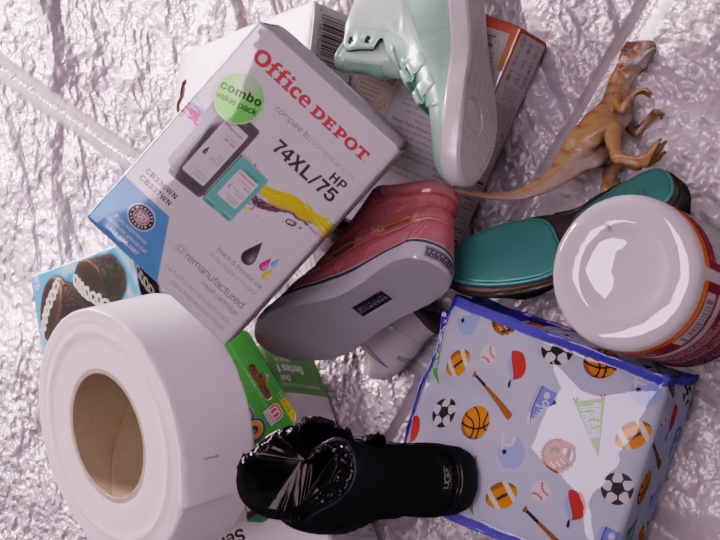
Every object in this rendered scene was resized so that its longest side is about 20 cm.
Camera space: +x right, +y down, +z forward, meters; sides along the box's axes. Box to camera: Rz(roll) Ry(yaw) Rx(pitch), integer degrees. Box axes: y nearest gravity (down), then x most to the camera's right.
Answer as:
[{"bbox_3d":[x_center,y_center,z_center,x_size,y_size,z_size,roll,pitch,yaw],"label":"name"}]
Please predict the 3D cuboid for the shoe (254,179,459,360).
[{"bbox_3d":[0.000,0.000,1.511,0.200,0.071,0.091,-27,36,38],"label":"shoe"}]

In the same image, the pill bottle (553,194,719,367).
[{"bbox_3d":[0.224,0.013,1.379,0.109,0.200,0.110,-5,80,27],"label":"pill bottle"}]

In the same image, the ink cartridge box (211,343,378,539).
[{"bbox_3d":[-0.085,0.183,1.586,0.146,0.084,0.201,-29,69,23],"label":"ink cartridge box"}]

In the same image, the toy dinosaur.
[{"bbox_3d":[0.179,-0.092,1.495,0.106,0.060,0.200,35,73,26],"label":"toy dinosaur"}]

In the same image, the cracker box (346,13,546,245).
[{"bbox_3d":[0.051,-0.123,1.576,0.134,0.058,0.201,26,94,31],"label":"cracker box"}]

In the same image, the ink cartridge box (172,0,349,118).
[{"bbox_3d":[-0.088,-0.153,1.642,0.200,0.050,0.109,-12,67,50],"label":"ink cartridge box"}]

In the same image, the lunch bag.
[{"bbox_3d":[0.135,0.123,1.457,0.199,0.124,0.171,18,93,22],"label":"lunch bag"}]

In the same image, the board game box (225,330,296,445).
[{"bbox_3d":[-0.135,0.144,1.556,0.200,0.030,0.096,-43,65,23],"label":"board game box"}]

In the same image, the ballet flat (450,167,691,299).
[{"bbox_3d":[0.165,-0.014,1.473,0.199,0.068,0.068,-20,52,15],"label":"ballet flat"}]

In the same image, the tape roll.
[{"bbox_3d":[-0.169,0.122,1.481,0.202,0.071,0.203,16,111,47],"label":"tape roll"}]

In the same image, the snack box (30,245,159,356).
[{"bbox_3d":[-0.227,0.086,1.706,0.116,0.037,0.201,-19,74,25],"label":"snack box"}]

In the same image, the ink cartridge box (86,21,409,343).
[{"bbox_3d":[-0.082,-0.072,1.476,0.147,0.146,0.200,42,97,0],"label":"ink cartridge box"}]

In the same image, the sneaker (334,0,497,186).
[{"bbox_3d":[0.040,-0.144,1.499,0.118,0.074,0.201,-13,59,21],"label":"sneaker"}]

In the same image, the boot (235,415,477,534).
[{"bbox_3d":[-0.036,0.153,1.408,0.200,0.168,0.077,-8,76,40],"label":"boot"}]

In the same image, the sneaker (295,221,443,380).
[{"bbox_3d":[-0.023,0.011,1.589,0.200,0.074,0.087,43,108,27],"label":"sneaker"}]
